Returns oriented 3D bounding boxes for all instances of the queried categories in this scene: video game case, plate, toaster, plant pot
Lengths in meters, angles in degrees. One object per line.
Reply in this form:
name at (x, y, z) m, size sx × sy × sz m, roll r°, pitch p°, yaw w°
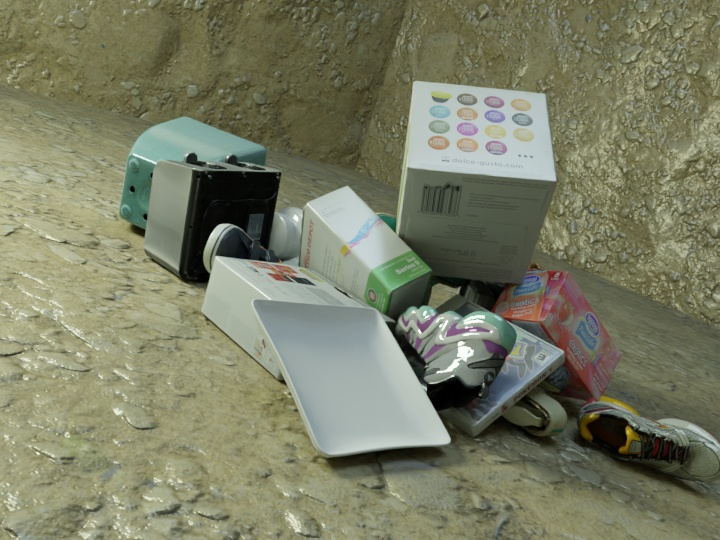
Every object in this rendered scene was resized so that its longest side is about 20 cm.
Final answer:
video game case at (0.140, 0.118, 1.043) m, size 0.181 × 0.023 × 0.199 m, roll -31°, pitch 41°, yaw -29°
plate at (-0.014, 0.120, 0.854) m, size 0.198 × 0.032 × 0.201 m, roll 8°, pitch 41°, yaw -44°
toaster at (0.210, 0.081, 1.292) m, size 0.112 × 0.131 × 0.200 m, roll 17°, pitch 11°, yaw -3°
plant pot at (-0.313, -0.144, 1.367) m, size 0.194 × 0.199 × 0.200 m, roll 23°, pitch 20°, yaw 18°
toaster at (-0.228, -0.079, 1.220) m, size 0.118 × 0.203 × 0.180 m, roll 24°, pitch 20°, yaw 36°

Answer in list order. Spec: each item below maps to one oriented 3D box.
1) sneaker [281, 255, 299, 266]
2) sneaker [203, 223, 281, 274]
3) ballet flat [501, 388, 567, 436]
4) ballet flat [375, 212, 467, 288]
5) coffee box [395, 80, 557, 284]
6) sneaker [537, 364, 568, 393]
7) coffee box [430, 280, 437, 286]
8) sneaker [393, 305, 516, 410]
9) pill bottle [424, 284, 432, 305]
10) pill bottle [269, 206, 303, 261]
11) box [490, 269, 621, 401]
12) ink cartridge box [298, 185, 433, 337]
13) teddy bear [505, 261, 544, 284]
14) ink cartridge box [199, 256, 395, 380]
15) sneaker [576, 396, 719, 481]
sneaker at (-0.079, -0.013, 1.388) m, size 0.075 × 0.082 × 0.199 m, roll 27°, pitch 15°, yaw 29°
sneaker at (-0.159, -0.007, 1.118) m, size 0.079 × 0.079 × 0.200 m, roll 21°, pitch -10°, yaw 13°
ballet flat at (0.182, 0.164, 1.046) m, size 0.198 × 0.070 × 0.069 m, roll 26°, pitch 13°, yaw 29°
ballet flat at (0.084, -0.025, 1.247) m, size 0.199 × 0.068 × 0.062 m, roll 32°, pitch -13°, yaw -18°
coffee box at (0.157, -0.128, 1.125) m, size 0.197 × 0.201 × 0.199 m, roll 6°, pitch 48°, yaw 2°
sneaker at (0.205, 0.138, 1.110) m, size 0.076 × 0.090 × 0.199 m, roll -21°, pitch 33°, yaw -41°
coffee box at (0.094, 0.001, 1.405) m, size 0.198 × 0.044 × 0.123 m, roll -25°, pitch 20°, yaw -2°
sneaker at (0.091, 0.121, 0.969) m, size 0.078 × 0.141 × 0.199 m, roll 38°, pitch -24°, yaw -27°
pill bottle at (0.011, 0.027, 1.266) m, size 0.198 × 0.114 × 0.112 m, roll 21°, pitch 12°, yaw 14°
pill bottle at (-0.106, -0.060, 1.479) m, size 0.112 × 0.114 × 0.199 m, roll 26°, pitch 15°, yaw 34°
box at (0.295, 0.097, 1.162) m, size 0.102 × 0.095 × 0.200 m, roll 4°, pitch -38°, yaw 51°
ink cartridge box at (0.000, 0.000, 1.121) m, size 0.087 × 0.146 × 0.200 m, roll -27°, pitch 57°, yaw -30°
teddy bear at (0.232, -0.022, 1.271) m, size 0.198 × 0.067 × 0.145 m, roll 18°, pitch 22°, yaw -36°
ink cartridge box at (-0.082, 0.061, 1.022) m, size 0.174 × 0.085 × 0.199 m, roll 6°, pitch 17°, yaw -43°
sneaker at (0.382, 0.234, 1.034) m, size 0.198 × 0.079 × 0.082 m, roll 14°, pitch 12°, yaw 27°
